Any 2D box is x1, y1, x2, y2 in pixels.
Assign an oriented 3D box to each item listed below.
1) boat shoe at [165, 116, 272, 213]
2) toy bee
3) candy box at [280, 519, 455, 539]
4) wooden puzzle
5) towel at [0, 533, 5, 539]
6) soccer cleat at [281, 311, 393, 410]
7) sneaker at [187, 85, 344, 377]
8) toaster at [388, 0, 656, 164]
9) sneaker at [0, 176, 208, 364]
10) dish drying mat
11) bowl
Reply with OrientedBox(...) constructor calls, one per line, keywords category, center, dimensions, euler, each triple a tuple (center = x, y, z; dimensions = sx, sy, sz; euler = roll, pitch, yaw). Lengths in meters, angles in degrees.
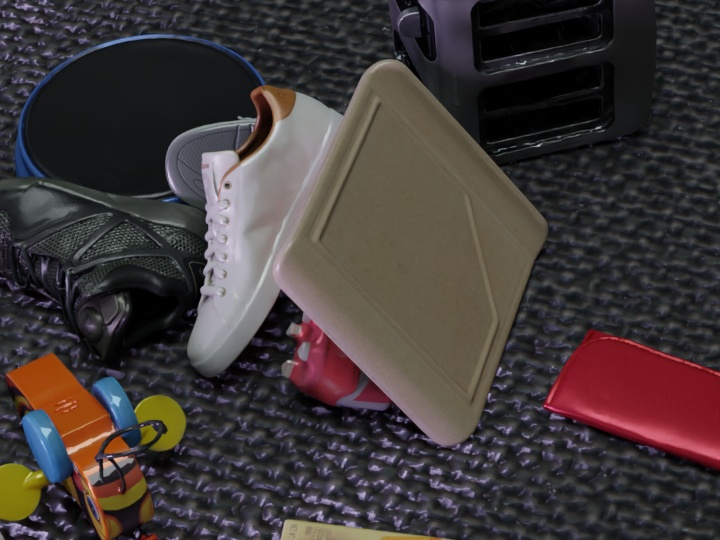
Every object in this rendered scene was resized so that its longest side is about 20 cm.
OrientedBox(category="boat shoe", center=(-0.039, -0.073, 1.625), dimensions=(0.201, 0.075, 0.065), euler=(-3, 11, -11))
OrientedBox(category="toy bee", center=(-0.171, 0.130, 1.447), dimensions=(0.130, 0.109, 0.200), euler=(-16, 21, 0))
OrientedBox(category="candy box", center=(0.041, 0.217, 1.359), dimensions=(0.199, 0.055, 0.116), euler=(5, 47, 10))
OrientedBox(category="wooden puzzle", center=(0.034, -0.012, 1.520), dimensions=(0.037, 0.185, 0.200), euler=(-21, 33, 43))
OrientedBox(category="towel", center=(-0.332, 0.158, 1.411), dimensions=(0.200, 0.032, 0.191), euler=(-19, 59, -35))
OrientedBox(category="soccer cleat", center=(0.000, 0.000, 1.547), dimensions=(0.076, 0.067, 0.201), euler=(22, 59, -19))
OrientedBox(category="sneaker", center=(-0.085, -0.031, 1.548), dimensions=(0.084, 0.073, 0.201), euler=(27, 79, -21))
OrientedBox(category="toaster", center=(0.120, -0.182, 1.654), dimensions=(0.199, 0.181, 0.119), euler=(-12, 49, -5))
OrientedBox(category="sneaker", center=(-0.203, -0.001, 1.577), dimensions=(0.199, 0.076, 0.114), euler=(10, 41, 7))
OrientedBox(category="dish drying mat", center=(0.224, 0.092, 1.488), dimensions=(0.199, 0.018, 0.077), euler=(19, 52, 22))
OrientedBox(category="bowl", center=(-0.157, -0.100, 1.695), dimensions=(0.200, 0.039, 0.201), euler=(-3, 46, 3))
